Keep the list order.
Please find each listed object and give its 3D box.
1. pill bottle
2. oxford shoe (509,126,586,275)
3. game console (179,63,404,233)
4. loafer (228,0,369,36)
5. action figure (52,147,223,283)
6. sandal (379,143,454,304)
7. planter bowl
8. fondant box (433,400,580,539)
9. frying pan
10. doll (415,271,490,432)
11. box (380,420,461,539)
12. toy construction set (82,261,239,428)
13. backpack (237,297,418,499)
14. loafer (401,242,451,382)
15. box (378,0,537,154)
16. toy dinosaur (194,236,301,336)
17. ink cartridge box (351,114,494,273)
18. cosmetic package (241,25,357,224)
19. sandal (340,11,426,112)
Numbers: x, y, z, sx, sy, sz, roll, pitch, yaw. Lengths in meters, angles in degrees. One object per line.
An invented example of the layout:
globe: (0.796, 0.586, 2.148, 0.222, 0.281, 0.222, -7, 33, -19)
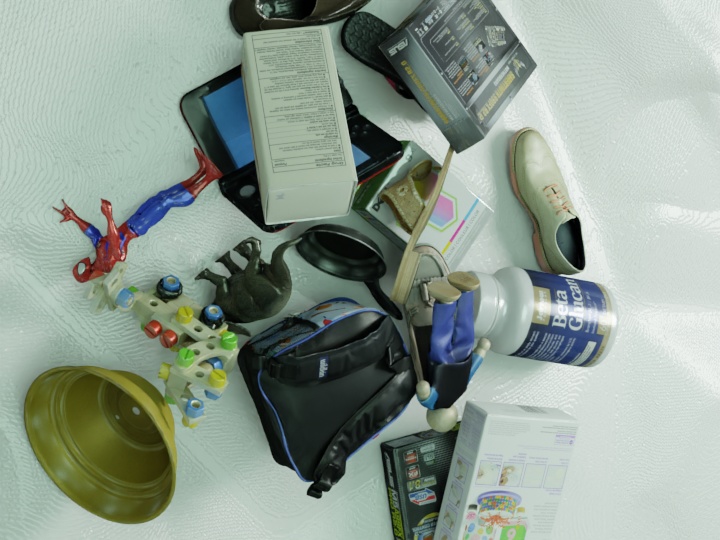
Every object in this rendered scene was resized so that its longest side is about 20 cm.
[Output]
pill bottle: (0.217, 0.056, 1.683, 0.198, 0.111, 0.112, 10, 90, -24)
oxford shoe: (0.250, -0.089, 1.707, 0.070, 0.074, 0.202, -26, 104, -20)
game console: (-0.078, -0.164, 1.539, 0.199, 0.172, 0.119, -31, 132, -18)
loafer: (-0.054, -0.320, 1.558, 0.199, 0.071, 0.074, -26, 103, -20)
action figure: (-0.260, -0.075, 1.481, 0.200, 0.065, 0.099, -45, 114, -4)
sandal: (0.052, -0.070, 1.559, 0.069, 0.078, 0.214, 17, 75, 3)
planter bowl: (-0.268, 0.174, 1.471, 0.083, 0.199, 0.202, -45, 114, -53)
fondant box: (0.180, 0.268, 1.647, 0.143, 0.058, 0.202, 8, 99, -28)
frying pan: (0.008, -0.005, 1.591, 0.189, 0.115, 0.031, 30, 62, -23)
doll: (0.108, 0.104, 1.579, 0.136, 0.048, 0.202, -24, 127, -45)
box: (0.131, 0.277, 1.698, 0.198, 0.044, 0.162, -11, 98, -23)
toy construction set: (-0.214, 0.070, 1.461, 0.200, 0.092, 0.131, 44, 43, 4)
backpack: (-0.037, 0.128, 1.556, 0.189, 0.154, 0.202, -27, 117, -18)
loafer: (0.087, 0.067, 1.621, 0.071, 0.063, 0.202, -6, 116, -3)
box: (0.121, -0.256, 1.592, 0.159, 0.048, 0.200, 52, 41, -13)
toy dinosaur: (-0.123, 0.019, 1.528, 0.199, 0.077, 0.103, -33, 95, 24)
ink cartridge box: (0.057, -0.091, 1.630, 0.200, 0.059, 0.104, 39, 80, -21)
cosmetic package: (-0.071, -0.163, 1.481, 0.102, 0.087, 0.202, -5, 66, -9)
sandal: (0.060, -0.249, 1.631, 0.199, 0.045, 0.076, 33, 79, -16)
